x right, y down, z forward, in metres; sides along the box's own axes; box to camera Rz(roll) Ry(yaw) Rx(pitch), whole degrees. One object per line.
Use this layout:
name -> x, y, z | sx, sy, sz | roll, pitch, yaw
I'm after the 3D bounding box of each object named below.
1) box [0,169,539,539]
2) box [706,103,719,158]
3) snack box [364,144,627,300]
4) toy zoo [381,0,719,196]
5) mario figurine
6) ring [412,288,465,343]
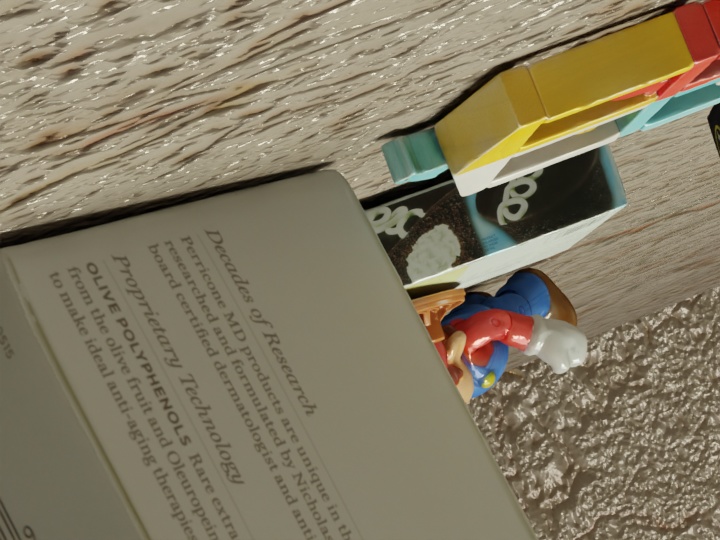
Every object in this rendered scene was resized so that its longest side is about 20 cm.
box -> -0.074, 0.105, 0.957 | 0.199, 0.200, 0.171 | -36, 169, 38
box -> 0.243, -0.091, 1.140 | 0.200, 0.049, 0.161 | -21, 172, -2
snack box -> 0.000, 0.000, 1.160 | 0.200, 0.037, 0.116 | -20, 175, -10
toy zoo -> 0.102, -0.067, 0.974 | 0.200, 0.020, 0.131 | -21, 175, -9
mario figurine -> 0.054, 0.069, 1.663 | 0.200, 0.106, 0.124 | -27, 147, -57
ring -> -0.049, 0.049, 1.169 | 0.200, 0.019, 0.200 | -19, 176, -1
